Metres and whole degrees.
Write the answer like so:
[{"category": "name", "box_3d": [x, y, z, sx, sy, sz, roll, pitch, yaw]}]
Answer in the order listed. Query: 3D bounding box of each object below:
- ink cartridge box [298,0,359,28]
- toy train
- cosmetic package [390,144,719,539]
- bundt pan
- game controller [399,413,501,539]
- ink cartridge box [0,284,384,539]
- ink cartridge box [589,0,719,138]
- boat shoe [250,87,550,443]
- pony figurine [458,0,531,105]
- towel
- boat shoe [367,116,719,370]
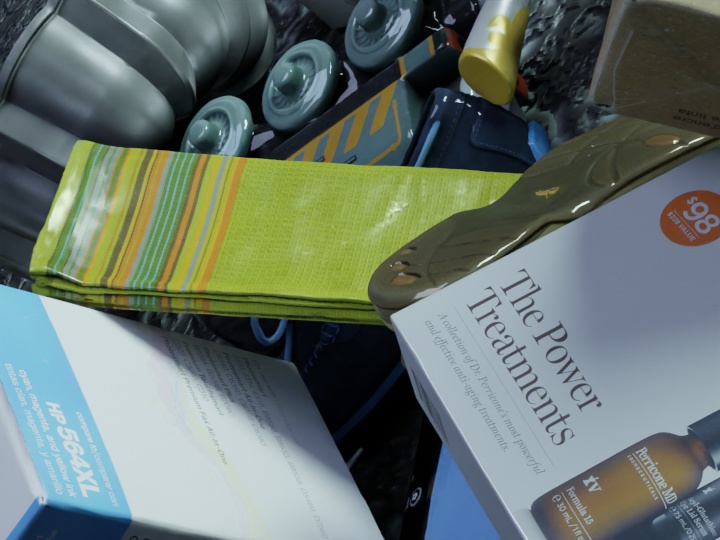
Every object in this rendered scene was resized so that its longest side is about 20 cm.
[{"category": "ink cartridge box", "box_3d": [0.022, -0.189, 1.418, 0.200, 0.067, 0.117, 0, 58, 53]}, {"category": "toy train", "box_3d": [-0.005, -0.046, 1.299, 0.200, 0.085, 0.114, -33, 47, 28]}, {"category": "cosmetic package", "box_3d": [0.118, 0.060, 0.913, 0.150, 0.052, 0.200, -26, 50, -7]}, {"category": "bundt pan", "box_3d": [-0.109, -0.072, 1.395, 0.202, 0.076, 0.202, -53, -15, -21]}, {"category": "game controller", "box_3d": [0.053, 0.077, 1.113, 0.104, 0.042, 0.201, -26, 38, 39]}, {"category": "ink cartridge box", "box_3d": [-0.092, 0.107, 1.132, 0.129, 0.199, 0.125, -53, 43, 24]}, {"category": "ink cartridge box", "box_3d": [0.189, -0.116, 0.953, 0.075, 0.199, 0.165, 103, -179, -63]}, {"category": "boat shoe", "box_3d": [0.000, 0.000, 1.224, 0.200, 0.068, 0.084, -53, 16, 17]}, {"category": "pony figurine", "box_3d": [0.061, -0.188, 1.220, 0.200, 0.193, 0.167, -43, -17, -31]}, {"category": "towel", "box_3d": [-0.028, -0.016, 1.142, 0.199, 0.018, 0.086, 4, 47, 8]}, {"category": "boat shoe", "box_3d": [0.092, -0.009, 1.085, 0.200, 0.068, 0.072, -31, 21, -27]}]
